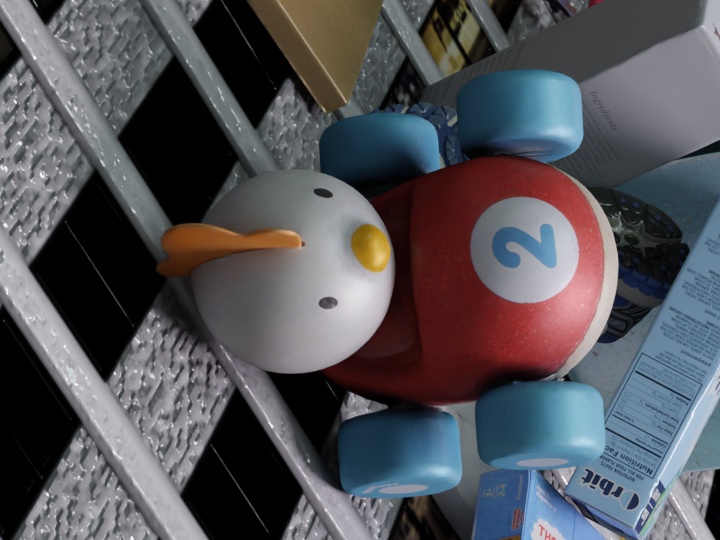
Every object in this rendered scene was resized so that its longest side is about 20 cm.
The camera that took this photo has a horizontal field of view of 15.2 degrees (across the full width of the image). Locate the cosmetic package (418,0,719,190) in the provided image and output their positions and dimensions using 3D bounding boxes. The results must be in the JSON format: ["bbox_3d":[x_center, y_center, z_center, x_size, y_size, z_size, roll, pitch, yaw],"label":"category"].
[{"bbox_3d":[0.125,-0.093,1.516,0.074,0.199,0.102,56,28,-22],"label":"cosmetic package"}]

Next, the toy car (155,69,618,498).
[{"bbox_3d":[0.000,0.000,1.257,0.200,0.177,0.185,10,71,-46],"label":"toy car"}]

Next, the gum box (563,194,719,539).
[{"bbox_3d":[0.177,0.046,1.446,0.044,0.200,0.170,28,-4,10],"label":"gum box"}]

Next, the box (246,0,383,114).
[{"bbox_3d":[-0.052,-0.205,1.469,0.200,0.021,0.164,55,28,-25],"label":"box"}]

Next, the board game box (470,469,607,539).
[{"bbox_3d":[0.099,0.222,1.366,0.151,0.036,0.201,45,44,-39],"label":"board game box"}]

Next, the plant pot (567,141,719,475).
[{"bbox_3d":[0.224,0.013,1.656,0.196,0.196,0.201,-32,111,-65],"label":"plant pot"}]

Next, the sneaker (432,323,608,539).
[{"bbox_3d":[0.083,0.066,1.408,0.200,0.115,0.074,61,24,-18],"label":"sneaker"}]

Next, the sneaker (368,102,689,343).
[{"bbox_3d":[0.074,-0.016,1.473,0.199,0.085,0.077,27,39,-5],"label":"sneaker"}]

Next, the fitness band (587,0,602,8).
[{"bbox_3d":[0.187,-0.214,1.763,0.037,0.201,0.144,25,21,1],"label":"fitness band"}]

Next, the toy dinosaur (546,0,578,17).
[{"bbox_3d":[0.167,-0.258,1.790,0.105,0.200,0.182,37,82,-31],"label":"toy dinosaur"}]
